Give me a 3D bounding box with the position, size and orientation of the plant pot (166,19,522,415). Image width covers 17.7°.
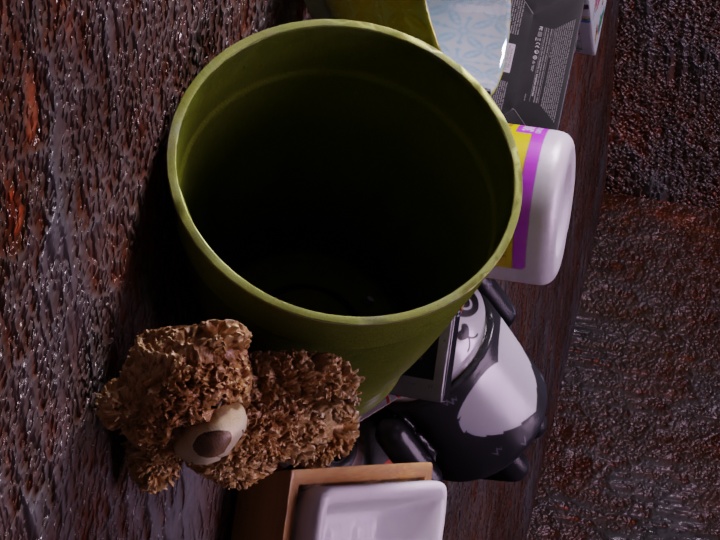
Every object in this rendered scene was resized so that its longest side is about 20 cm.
[{"bbox_3d":[-0.022,-0.007,1.357,0.193,0.199,0.201,106,0,-57],"label":"plant pot"}]

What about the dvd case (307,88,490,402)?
[{"bbox_3d":[-0.003,-0.026,1.484,0.025,0.149,0.202,-6,105,-75],"label":"dvd case"}]

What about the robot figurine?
[{"bbox_3d":[0.070,0.084,1.799,0.200,0.124,0.151,52,14,-38],"label":"robot figurine"}]

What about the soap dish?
[{"bbox_3d":[-0.021,0.213,1.646,0.200,0.081,0.159,5,93,-59],"label":"soap dish"}]

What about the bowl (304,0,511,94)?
[{"bbox_3d":[0.021,-0.205,1.535,0.200,0.107,0.202,-5,90,-69],"label":"bowl"}]

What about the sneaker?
[{"bbox_3d":[-0.010,0.125,1.802,0.200,0.076,0.083,-62,152,-63],"label":"sneaker"}]

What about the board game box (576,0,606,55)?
[{"bbox_3d":[0.127,-0.248,1.925,0.200,0.146,0.065,63,39,-75],"label":"board game box"}]

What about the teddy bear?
[{"bbox_3d":[-0.067,0.087,1.271,0.200,0.144,0.067,87,-1,-71],"label":"teddy bear"}]

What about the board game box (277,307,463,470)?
[{"bbox_3d":[0.008,0.037,1.635,0.046,0.151,0.200,48,30,-15],"label":"board game box"}]

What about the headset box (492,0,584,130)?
[{"bbox_3d":[0.118,-0.130,1.801,0.200,0.074,0.150,95,8,-75],"label":"headset box"}]

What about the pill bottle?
[{"bbox_3d":[0.040,-0.054,1.557,0.104,0.198,0.105,8,90,-80],"label":"pill bottle"}]
